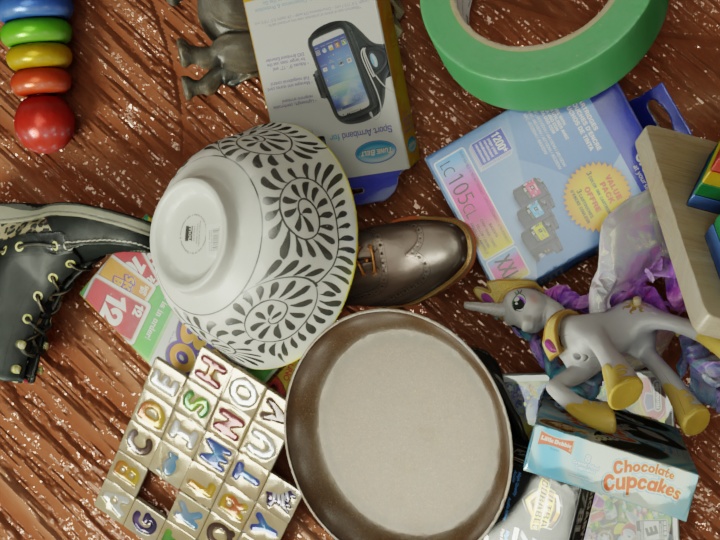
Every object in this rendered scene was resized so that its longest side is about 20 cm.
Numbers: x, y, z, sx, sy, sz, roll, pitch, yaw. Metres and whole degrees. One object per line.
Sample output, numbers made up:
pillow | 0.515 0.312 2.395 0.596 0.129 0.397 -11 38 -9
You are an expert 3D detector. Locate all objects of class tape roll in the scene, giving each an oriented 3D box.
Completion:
tape roll | 0.148 -0.229 1.012 0.197 0.048 0.204 -10 62 19

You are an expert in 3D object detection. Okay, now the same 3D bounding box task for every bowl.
bowl | -0.106 -0.023 0.997 0.198 0.094 0.205 -4 84 39

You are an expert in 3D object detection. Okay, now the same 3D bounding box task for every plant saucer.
plant saucer | 0.031 0.129 0.966 0.197 0.032 0.204 4 98 30

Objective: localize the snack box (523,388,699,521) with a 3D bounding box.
snack box | 0.185 0.132 0.934 0.114 0.200 0.038 16 95 9

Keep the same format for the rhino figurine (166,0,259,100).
rhino figurine | -0.129 -0.256 1.092 0.086 0.060 0.204 -10 85 -11

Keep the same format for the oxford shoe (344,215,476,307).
oxford shoe | 0.000 0.000 1.025 0.197 0.073 0.073 -15 84 29

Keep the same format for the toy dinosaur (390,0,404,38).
toy dinosaur | -0.009 -0.199 1.083 0.100 0.058 0.202 -30 95 24

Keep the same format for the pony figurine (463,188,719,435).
pony figurine | 0.198 0.040 0.934 0.190 0.200 0.169 -14 120 -21

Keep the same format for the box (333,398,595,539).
box | 0.074 0.222 0.997 0.196 0.049 0.203 17 105 26

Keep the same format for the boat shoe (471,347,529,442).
boat shoe | 0.113 0.163 1.018 0.066 0.057 0.203 -19 85 9

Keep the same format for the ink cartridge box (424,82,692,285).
ink cartridge box | 0.171 -0.080 1.029 0.198 0.076 0.138 -30 83 6

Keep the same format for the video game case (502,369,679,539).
video game case | 0.164 0.158 1.048 0.196 0.018 0.146 -3 88 10

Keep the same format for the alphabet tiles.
alphabet tiles | -0.129 0.170 1.066 0.166 0.008 0.202 31 115 10

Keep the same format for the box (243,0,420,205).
box | -0.022 -0.156 1.050 0.117 0.041 0.203 -6 107 21

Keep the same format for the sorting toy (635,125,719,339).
sorting toy | 0.321 -0.033 0.910 0.197 0.201 0.070 12 134 -16

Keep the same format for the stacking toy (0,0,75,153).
stacking toy | -0.285 -0.206 1.114 0.084 0.085 0.204 -6 92 9

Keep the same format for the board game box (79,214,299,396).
board game box | -0.148 0.054 1.102 0.200 0.030 0.096 43 95 6

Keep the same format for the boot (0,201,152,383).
boot | -0.266 0.022 1.081 0.200 0.073 0.157 3 80 25
